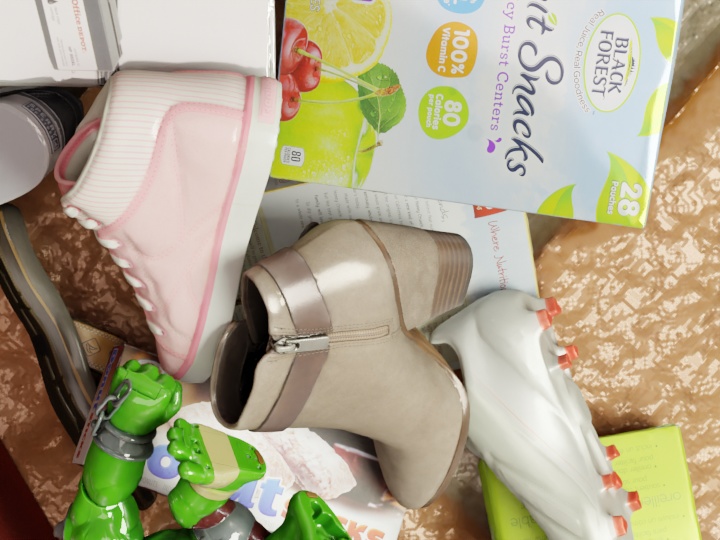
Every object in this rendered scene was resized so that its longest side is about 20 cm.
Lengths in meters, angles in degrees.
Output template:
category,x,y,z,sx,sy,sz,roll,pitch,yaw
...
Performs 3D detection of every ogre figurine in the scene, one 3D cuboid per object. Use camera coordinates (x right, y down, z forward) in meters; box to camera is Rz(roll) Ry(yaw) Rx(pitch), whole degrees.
category,x,y,z,sx,sy,sz,roll,pitch,yaw
ogre figurine,-0.079,0.154,0.931,0.200,0.098,0.120,34,117,-19

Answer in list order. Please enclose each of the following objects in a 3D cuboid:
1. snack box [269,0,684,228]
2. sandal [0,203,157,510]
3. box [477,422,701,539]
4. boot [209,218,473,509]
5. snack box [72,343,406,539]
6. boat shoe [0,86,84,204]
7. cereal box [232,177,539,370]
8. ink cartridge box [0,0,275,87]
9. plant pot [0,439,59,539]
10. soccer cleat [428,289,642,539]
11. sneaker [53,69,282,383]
category,x,y,z,sx,sy,sz,roll,pitch,yaw
snack box,0.061,-0.121,0.901,0.199,0.068,0.169,7,107,4
sandal,-0.159,0.047,1.017,0.054,0.082,0.200,-26,95,-19
box,0.146,0.199,1.031,0.122,0.048,0.201,-9,79,-1
boot,-0.013,0.060,0.940,0.146,0.070,0.201,-14,122,-34
snack box,-0.062,0.109,1.003,0.200,0.024,0.072,23,79,-23
boat shoe,-0.245,-0.058,0.985,0.200,0.068,0.072,-21,106,24
cereal box,0.000,0.000,1.005,0.199,0.040,0.144,-12,119,-1
ink cartridge box,-0.144,-0.144,0.931,0.199,0.145,0.085,1,101,-3
plant pot,-0.299,0.166,0.973,0.199,0.176,0.200,-27,101,3
soccer cleat,0.104,0.109,0.994,0.077,0.069,0.201,-21,90,20
sneaker,-0.108,-0.025,0.898,0.104,0.075,0.201,7,134,-12
